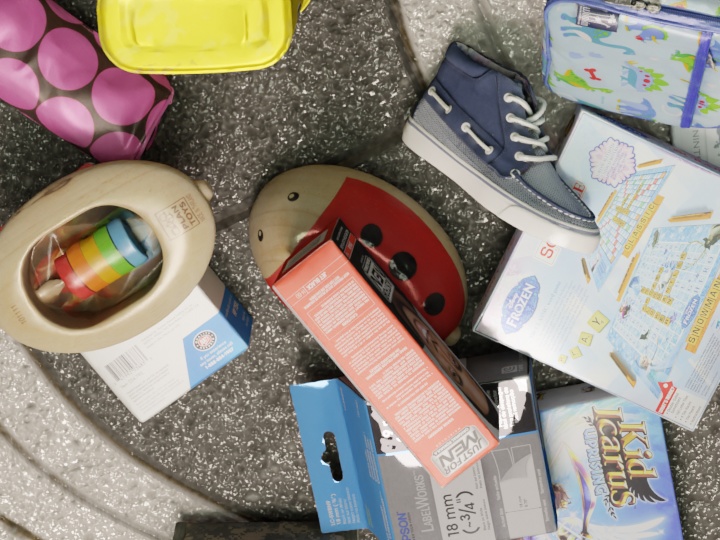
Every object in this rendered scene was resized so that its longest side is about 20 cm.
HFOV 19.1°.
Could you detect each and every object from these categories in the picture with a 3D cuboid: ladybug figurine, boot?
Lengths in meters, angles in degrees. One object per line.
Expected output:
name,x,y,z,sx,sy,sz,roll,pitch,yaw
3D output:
ladybug figurine,0.000,0.000,1.720,0.200,0.072,0.136,33,108,-9
ladybug figurine,-0.198,-0.016,1.659,0.200,0.072,0.136,-27,105,11
boot,0.118,-0.096,1.642,0.200,0.073,0.090,37,111,32

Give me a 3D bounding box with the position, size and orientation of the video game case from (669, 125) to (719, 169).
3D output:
video game case,0.350,-0.079,1.707,0.200,0.024,0.182,-5,110,5

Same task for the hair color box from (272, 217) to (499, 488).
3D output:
hair color box,0.022,0.061,1.629,0.061,0.102,0.200,-38,97,10

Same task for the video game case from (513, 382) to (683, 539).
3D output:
video game case,0.176,0.197,1.807,0.181,0.045,0.200,-11,109,6

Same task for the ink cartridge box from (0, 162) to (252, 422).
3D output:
ink cartridge box,-0.194,0.009,1.742,0.116,0.067,0.200,-35,105,13

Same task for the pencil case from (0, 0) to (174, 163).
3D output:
pencil case,-0.241,-0.164,1.676,0.200,0.091,0.094,35,73,-12

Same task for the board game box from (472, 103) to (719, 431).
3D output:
board game box,0.220,-0.002,1.701,0.199,0.041,0.200,25,104,-5

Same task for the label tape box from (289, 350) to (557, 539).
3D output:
label tape box,0.051,0.153,1.739,0.200,0.063,0.144,-9,110,6

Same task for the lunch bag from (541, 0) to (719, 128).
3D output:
lunch bag,0.217,-0.176,1.581,0.161,0.200,0.083,13,74,6

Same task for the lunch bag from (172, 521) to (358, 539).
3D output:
lunch bag,-0.080,0.322,1.829,0.164,0.118,0.200,-1,116,3

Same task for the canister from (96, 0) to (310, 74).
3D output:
canister,-0.112,-0.208,1.588,0.148,0.200,0.087,-1,109,3
